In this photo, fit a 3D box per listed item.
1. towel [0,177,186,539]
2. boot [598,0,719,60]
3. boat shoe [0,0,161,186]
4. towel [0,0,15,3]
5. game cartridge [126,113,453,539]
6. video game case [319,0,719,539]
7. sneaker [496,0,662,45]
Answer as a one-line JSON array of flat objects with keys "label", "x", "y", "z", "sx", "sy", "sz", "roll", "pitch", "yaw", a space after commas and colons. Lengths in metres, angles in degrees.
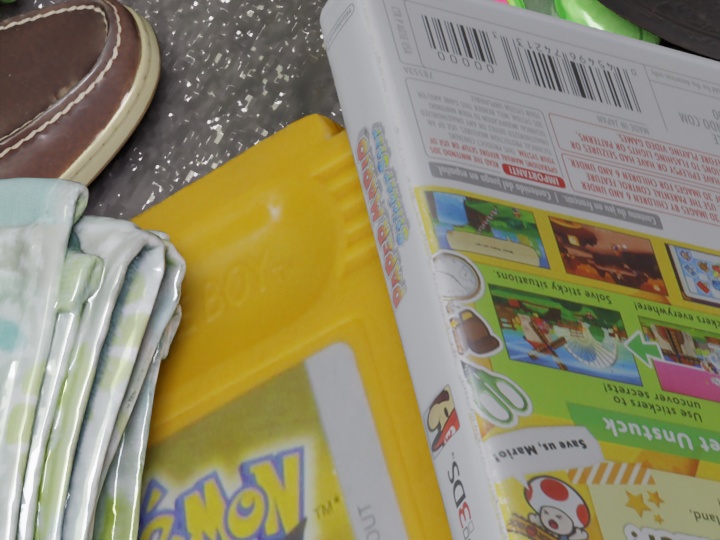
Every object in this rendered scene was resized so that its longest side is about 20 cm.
[{"label": "towel", "x": -0.133, "y": 0.065, "z": 0.658, "sx": 0.199, "sy": 0.048, "sz": 0.172, "roll": 0, "pitch": 76, "yaw": 39}, {"label": "boot", "x": 0.111, "y": -0.143, "z": 0.801, "sx": 0.188, "sy": 0.199, "sz": 0.069, "roll": 38, "pitch": 126, "yaw": 26}, {"label": "boat shoe", "x": -0.161, "y": -0.039, "z": 0.885, "sx": 0.199, "sy": 0.072, "sz": 0.072, "roll": -26, "pitch": 50, "yaw": 11}, {"label": "towel", "x": -0.199, "y": -0.175, "z": 0.888, "sx": 0.031, "sy": 0.149, "sz": 0.200, "roll": -41, "pitch": 60, "yaw": 6}, {"label": "game cartridge", "x": -0.037, "y": 0.081, "z": 0.632, "sx": 0.176, "sy": 0.032, "sz": 0.201, "roll": -30, "pitch": 63, "yaw": 23}, {"label": "video game case", "x": 0.095, "y": 0.020, "z": 0.622, "sx": 0.023, "sy": 0.199, "sz": 0.183, "roll": -53, "pitch": 37, "yaw": 38}, {"label": "sneaker", "x": 0.030, "y": -0.107, "z": 0.842, "sx": 0.077, "sy": 0.084, "sz": 0.200, "roll": -39, "pitch": 51, "yaw": -5}]
